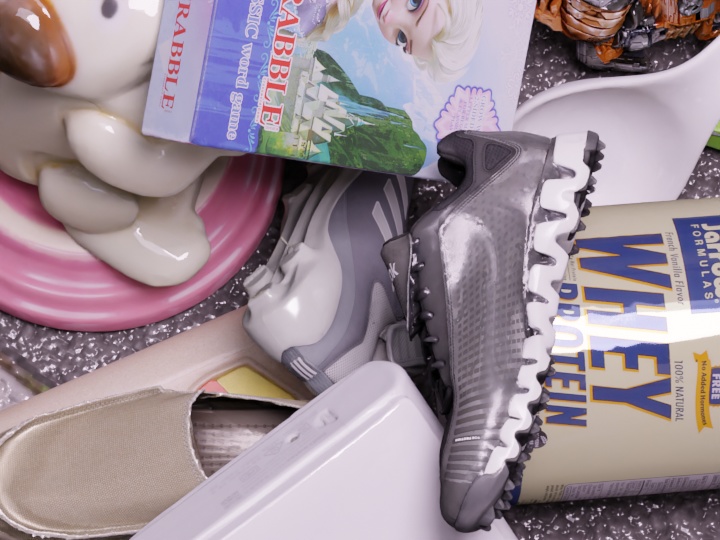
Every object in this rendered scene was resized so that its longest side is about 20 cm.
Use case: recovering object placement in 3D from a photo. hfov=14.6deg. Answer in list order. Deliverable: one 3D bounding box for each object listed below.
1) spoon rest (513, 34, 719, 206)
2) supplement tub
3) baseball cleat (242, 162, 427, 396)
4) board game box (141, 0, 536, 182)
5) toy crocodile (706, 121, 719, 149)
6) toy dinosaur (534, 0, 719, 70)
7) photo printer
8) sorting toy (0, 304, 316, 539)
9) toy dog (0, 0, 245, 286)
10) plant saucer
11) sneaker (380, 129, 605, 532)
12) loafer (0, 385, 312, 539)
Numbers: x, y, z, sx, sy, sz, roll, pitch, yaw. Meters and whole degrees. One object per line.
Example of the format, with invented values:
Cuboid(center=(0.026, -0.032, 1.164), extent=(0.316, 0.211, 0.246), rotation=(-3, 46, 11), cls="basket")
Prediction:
Cuboid(center=(0.148, -0.085, 1.431), extent=(0.099, 0.200, 0.061), rotation=(36, 26, -19), cls="spoon rest")
Cuboid(center=(0.139, 0.038, 1.387), extent=(0.200, 0.145, 0.145), rotation=(-5, 68, -3), cls="supplement tub")
Cuboid(center=(0.000, 0.000, 1.429), extent=(0.106, 0.070, 0.200), rotation=(50, 38, -16), cls="baseball cleat")
Cuboid(center=(0.003, -0.147, 1.315), extent=(0.199, 0.041, 0.200), rotation=(6, 97, -42), cls="board game box")
Cuboid(center=(0.269, -0.070, 1.486), extent=(0.200, 0.062, 0.068), rotation=(6, 69, 6), cls="toy crocodile")
Cuboid(center=(0.132, -0.161, 1.454), extent=(0.200, 0.136, 0.102), rotation=(-12, 43, -44), cls="toy dinosaur")
Cuboid(center=(0.002, 0.167, 1.325), extent=(0.166, 0.069, 0.200), rotation=(-36, 113, -7), cls="photo printer")
Cuboid(center=(-0.082, 0.126, 1.403), extent=(0.185, 0.036, 0.200), rotation=(-23, 71, -10), cls="sorting toy")
Cuboid(center=(-0.126, -0.114, 1.356), extent=(0.194, 0.200, 0.140), rotation=(28, 69, 8), cls="toy dog")
Cuboid(center=(-0.139, -0.068, 1.472), extent=(0.200, 0.051, 0.201), rotation=(1, 69, -1), cls="plant saucer")
Cuboid(center=(0.049, 0.021, 1.281), extent=(0.090, 0.066, 0.200), rotation=(13, 70, 4), cls="sneaker")
Cuboid(center=(-0.092, 0.089, 1.363), extent=(0.200, 0.068, 0.076), rotation=(-7, 71, -7), cls="loafer")
